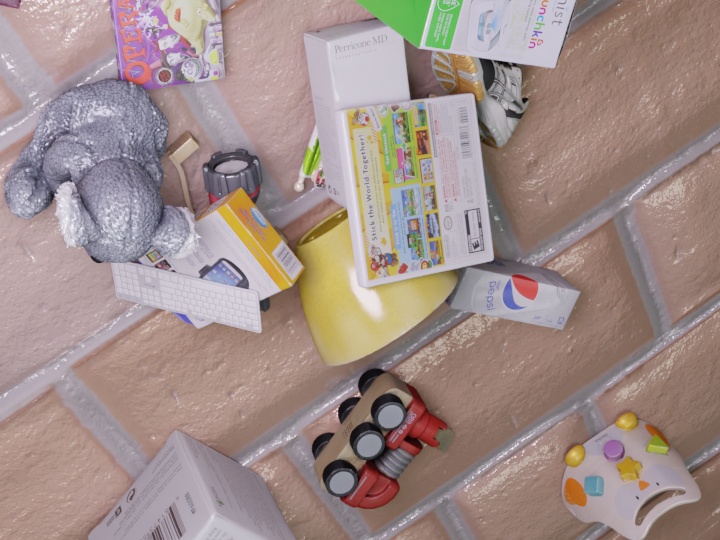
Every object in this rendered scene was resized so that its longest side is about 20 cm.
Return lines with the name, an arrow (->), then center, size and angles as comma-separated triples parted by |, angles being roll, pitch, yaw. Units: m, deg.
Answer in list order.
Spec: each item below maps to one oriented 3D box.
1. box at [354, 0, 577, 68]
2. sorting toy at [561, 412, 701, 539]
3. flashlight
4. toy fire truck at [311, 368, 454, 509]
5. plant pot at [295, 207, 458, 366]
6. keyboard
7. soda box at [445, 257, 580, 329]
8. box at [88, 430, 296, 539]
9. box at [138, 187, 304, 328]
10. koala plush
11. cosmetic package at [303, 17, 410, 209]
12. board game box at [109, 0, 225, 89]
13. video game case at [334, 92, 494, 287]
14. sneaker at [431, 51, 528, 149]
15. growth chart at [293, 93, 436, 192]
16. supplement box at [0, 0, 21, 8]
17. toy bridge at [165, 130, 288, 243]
box -> 0.111, -0.310, 1.280 | 0.175, 0.200, 0.097 | 3, 116, -27
sorting toy -> 0.428, 0.329, 1.791 | 0.199, 0.180, 0.107 | -33, 126, -6
flashlight -> -0.139, -0.040, 1.356 | 0.067, 0.068, 0.201 | -12, 123, -8
toy fire truck -> 0.052, 0.250, 1.622 | 0.199, 0.129, 0.177 | 31, 101, -24
plant pot -> 0.000, 0.000, 1.420 | 0.199, 0.200, 0.143 | -34, 103, -5
keyboard -> -0.204, 0.028, 1.346 | 0.011, 0.198, 0.057 | -55, 150, -45
soda box -> 0.199, 0.025, 1.586 | 0.199, 0.068, 0.064 | 12, 111, -29
box -> -0.213, 0.359, 1.493 | 0.171, 0.200, 0.199 | 36, 97, -33
box -> -0.170, -0.007, 1.333 | 0.119, 0.199, 0.042 | 52, 45, -16
koala plush -> -0.263, -0.083, 1.211 | 0.176, 0.201, 0.185 | 13, 120, -30
cosmetic package -> 0.003, -0.184, 1.354 | 0.101, 0.074, 0.202 | -18, 115, -21
board game box -> -0.210, -0.297, 1.241 | 0.119, 0.032, 0.202 | -10, 121, -15
video game case -> 0.065, -0.095, 1.337 | 0.181, 0.023, 0.202 | -11, 98, -28
sneaker -> 0.150, -0.238, 1.409 | 0.088, 0.075, 0.200 | -51, 147, -10
growth chart -> 0.022, -0.157, 1.433 | 0.198, 0.018, 0.146 | 4, 114, -28
supplement box -> -0.370, -0.365, 1.080 | 0.130, 0.103, 0.202 | 5, 115, -29
toy bridge -> -0.166, -0.075, 1.382 | 0.067, 0.027, 0.200 | -40, 126, 2
